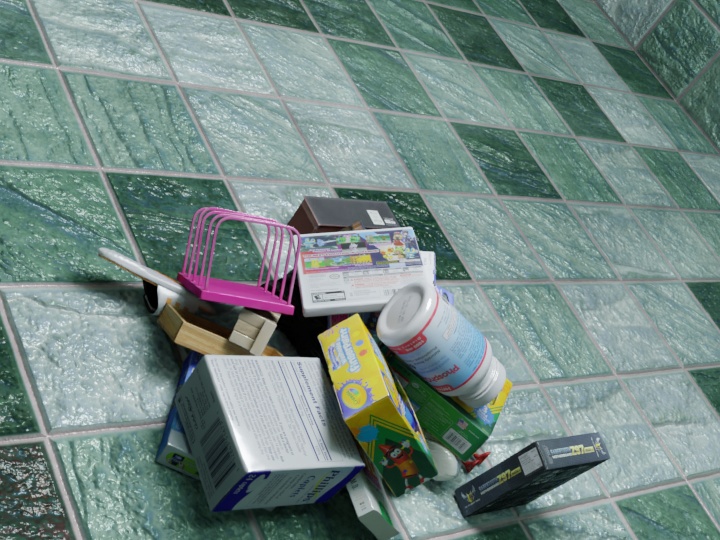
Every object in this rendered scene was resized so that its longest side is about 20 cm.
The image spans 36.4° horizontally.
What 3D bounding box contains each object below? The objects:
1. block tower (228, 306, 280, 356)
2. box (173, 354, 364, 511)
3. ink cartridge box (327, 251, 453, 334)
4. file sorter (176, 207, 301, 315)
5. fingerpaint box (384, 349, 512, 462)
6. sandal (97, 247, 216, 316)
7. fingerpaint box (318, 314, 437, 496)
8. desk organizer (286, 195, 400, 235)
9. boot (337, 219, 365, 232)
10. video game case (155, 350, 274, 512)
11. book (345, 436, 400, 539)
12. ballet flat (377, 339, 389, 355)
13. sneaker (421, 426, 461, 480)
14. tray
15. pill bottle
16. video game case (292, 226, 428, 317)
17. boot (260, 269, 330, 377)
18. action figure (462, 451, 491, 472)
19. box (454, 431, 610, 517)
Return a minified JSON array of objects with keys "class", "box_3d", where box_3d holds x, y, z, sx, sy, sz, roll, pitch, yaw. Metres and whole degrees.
[{"class":"block tower","box_3d":[-0.156,0.082,1.643,0.057,0.054,0.200,26,2,-4]},{"class":"box","box_3d":[-0.125,0.217,1.482,0.199,0.105,0.185,6,47,-40]},{"class":"ink cartridge box","box_3d":[0.050,0.034,1.742,0.198,0.077,0.137,2,39,3]},{"class":"file sorter","box_3d":[-0.179,-0.021,1.629,0.138,0.127,0.200,10,4,-20]},{"class":"fingerpaint box","box_3d":[0.132,0.179,1.747,0.200,0.073,0.167,40,32,1]},{"class":"sandal","box_3d":[-0.313,0.032,1.642,0.206,0.060,0.079,29,-2,-29]},{"class":"fingerpaint box","box_3d":[0.024,0.187,1.546,0.167,0.073,0.200,59,5,-32]},{"class":"desk organizer","box_3d":[-0.031,-0.080,2.009,0.199,0.077,0.072,1,48,-41]},{"class":"boot","box_3d":[-0.003,0.022,1.942,0.075,0.096,0.202,56,12,-87]},{"class":"video game case","box_3d":[-0.182,0.221,1.559,0.180,0.046,0.201,28,36,-16]},{"class":"book","box_3d":[-0.011,0.281,1.583,0.134,0.048,0.201,59,6,-58]},{"class":"ballet flat","box_3d":[0.047,0.140,1.838,0.072,0.072,0.200,43,33,8]},{"class":"sneaker","box_3d":[0.076,0.258,1.736,0.200,0.072,0.072,41,6,7]},{"class":"tray","box_3d":[-0.196,0.113,1.618,0.199,0.037,0.099,25,3,-29]},{"class":"pill bottle","box_3d":[0.124,0.115,1.624,0.200,0.108,0.109,42,30,-26]},{"class":"video game case","box_3d":[0.000,0.000,1.707,0.198,0.023,0.183,-4,40,-7]},{"class":"boot","box_3d":[-0.057,0.070,1.812,0.211,0.080,0.157,47,36,14]},{"class":"action figure","box_3d":[0.134,0.240,1.820,0.200,0.052,0.065,47,39,17]},{"class":"box","box_3d":[0.267,0.319,1.711,0.157,0.200,0.051,1,60,-40]}]
